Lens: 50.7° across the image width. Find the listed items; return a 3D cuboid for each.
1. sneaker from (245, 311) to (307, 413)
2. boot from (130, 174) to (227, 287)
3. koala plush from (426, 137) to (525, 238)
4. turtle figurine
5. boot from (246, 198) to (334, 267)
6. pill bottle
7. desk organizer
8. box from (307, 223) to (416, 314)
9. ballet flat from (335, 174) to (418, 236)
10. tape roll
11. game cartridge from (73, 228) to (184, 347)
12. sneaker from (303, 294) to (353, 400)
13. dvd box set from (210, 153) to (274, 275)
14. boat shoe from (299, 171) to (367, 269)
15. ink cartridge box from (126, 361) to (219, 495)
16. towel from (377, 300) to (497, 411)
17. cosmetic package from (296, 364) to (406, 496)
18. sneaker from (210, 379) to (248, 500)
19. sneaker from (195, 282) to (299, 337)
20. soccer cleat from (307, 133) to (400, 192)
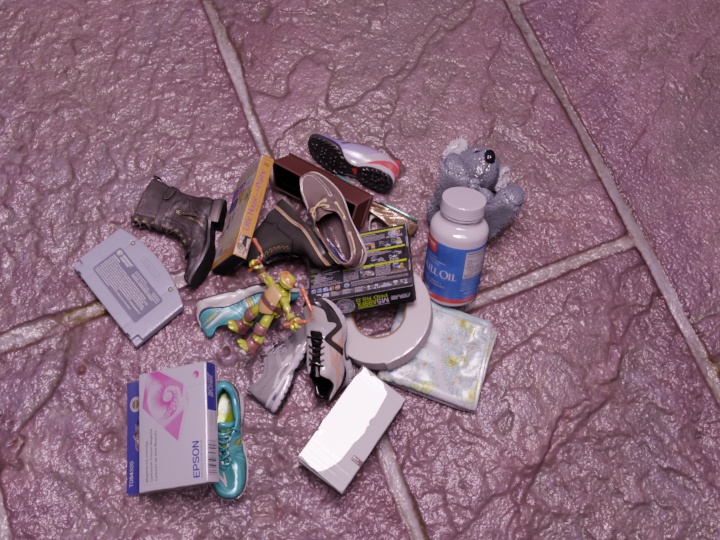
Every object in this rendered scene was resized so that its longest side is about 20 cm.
[{"bbox_3d":[-0.140,0.151,1.381,0.081,0.075,0.203,24,69,6],"label":"sneaker"},{"bbox_3d":[-0.357,-0.075,1.449,0.170,0.070,0.204,12,65,3],"label":"boot"},{"bbox_3d":[0.220,-0.171,1.502,0.174,0.185,0.203,24,49,-6],"label":"koala plush"},{"bbox_3d":[-0.165,0.054,1.340,0.162,0.064,0.201,-48,64,14],"label":"turtle figurine"},{"bbox_3d":[-0.142,-0.030,1.413,0.138,0.078,0.200,-42,42,-3],"label":"boot"},{"bbox_3d":[0.177,-0.045,1.403,0.109,0.204,0.113,3,34,-2],"label":"pill bottle"},{"bbox_3d":[-0.081,-0.147,1.457,0.197,0.073,0.077,28,26,15],"label":"desk organizer"},{"bbox_3d":[0.000,0.000,1.405,0.195,0.045,0.163,-11,45,7],"label":"box"},{"bbox_3d":[0.018,-0.116,1.496,0.197,0.070,0.066,30,92,9],"label":"ballet flat"},{"bbox_3d":[0.037,0.083,1.410,0.197,0.037,0.207,-6,62,11],"label":"tape roll"},{"bbox_3d":[-0.424,0.027,1.417,0.132,0.042,0.201,-38,79,-20],"label":"game cartridge"},{"bbox_3d":[-0.062,0.139,1.332,0.072,0.204,0.080,3,30,32],"label":"sneaker"},{"bbox_3d":[-0.222,-0.102,1.423,0.029,0.146,0.205,21,68,-21],"label":"dvd box set"},{"bbox_3d":[-0.056,-0.094,1.367,0.071,0.059,0.203,-31,79,16],"label":"boat shoe"},{"bbox_3d":[-0.332,0.270,1.292,0.196,0.043,0.201,-14,70,20],"label":"ink cartridge box"},{"bbox_3d":[0.147,0.153,1.424,0.196,0.048,0.175,19,70,1],"label":"towel"},{"bbox_3d":[-0.015,0.283,1.344,0.106,0.090,0.202,33,75,8],"label":"cosmetic package"},{"bbox_3d":[-0.237,0.291,1.314,0.075,0.080,0.205,-6,73,-7],"label":"sneaker"},{"bbox_3d":[-0.206,0.070,1.416,0.195,0.077,0.082,-15,91,-5],"label":"sneaker"},{"bbox_3d":[-0.012,-0.228,1.537,0.196,0.069,0.074,25,47,7],"label":"soccer cleat"}]
